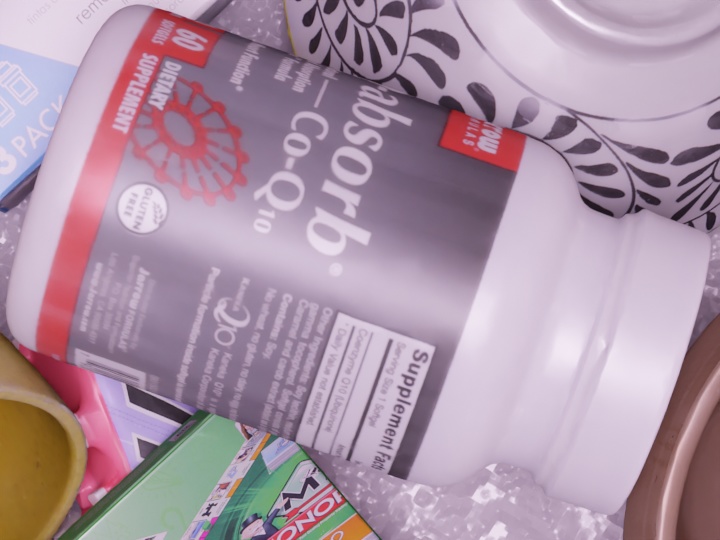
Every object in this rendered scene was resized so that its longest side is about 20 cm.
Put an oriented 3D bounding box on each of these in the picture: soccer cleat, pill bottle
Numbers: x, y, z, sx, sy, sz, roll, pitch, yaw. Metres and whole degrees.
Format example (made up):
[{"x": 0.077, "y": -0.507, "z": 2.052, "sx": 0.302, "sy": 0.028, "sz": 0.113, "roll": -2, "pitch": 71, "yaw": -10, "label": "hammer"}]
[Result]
[{"x": -0.056, "y": 0.083, "z": 1.015, "sx": 0.076, "sy": 0.067, "sz": 0.200, "roll": -23, "pitch": 89, "yaw": -23, "label": "soccer cleat"}, {"x": 0.000, "y": 0.000, "z": 0.926, "sx": 0.200, "sy": 0.116, "sz": 0.116, "roll": 19, "pitch": 90, "yaw": 0, "label": "pill bottle"}]

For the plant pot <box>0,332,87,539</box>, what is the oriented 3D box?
[{"x": -0.210, "y": 0.047, "z": 0.956, "sx": 0.200, "sy": 0.200, "sz": 0.142, "roll": -34, "pitch": 67, "yaw": -1, "label": "plant pot"}]

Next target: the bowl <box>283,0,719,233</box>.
[{"x": 0.080, "y": -0.107, "z": 0.977, "sx": 0.201, "sy": 0.094, "sz": 0.201, "roll": 2, "pitch": 80, "yaw": -12, "label": "bowl"}]

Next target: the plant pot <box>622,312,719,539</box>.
[{"x": 0.165, "y": 0.082, "z": 0.987, "sx": 0.201, "sy": 0.093, "sz": 0.201, "roll": -3, "pitch": 97, "yaw": -23, "label": "plant pot"}]

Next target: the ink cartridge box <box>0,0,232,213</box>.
[{"x": -0.150, "y": -0.130, "z": 1.003, "sx": 0.115, "sy": 0.068, "sz": 0.200, "roll": -44, "pitch": 91, "yaw": -2, "label": "ink cartridge box"}]

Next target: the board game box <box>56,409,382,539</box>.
[{"x": -0.069, "y": 0.151, "z": 0.959, "sx": 0.200, "sy": 0.029, "sz": 0.135, "roll": -42, "pitch": 97, "yaw": -13, "label": "board game box"}]
